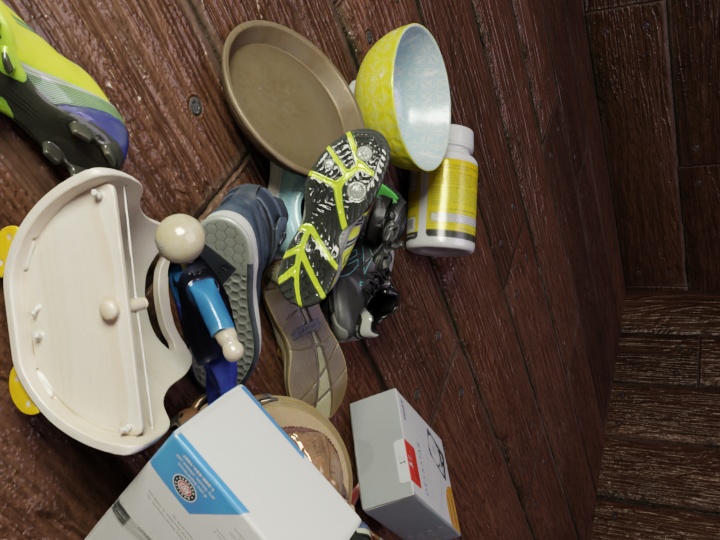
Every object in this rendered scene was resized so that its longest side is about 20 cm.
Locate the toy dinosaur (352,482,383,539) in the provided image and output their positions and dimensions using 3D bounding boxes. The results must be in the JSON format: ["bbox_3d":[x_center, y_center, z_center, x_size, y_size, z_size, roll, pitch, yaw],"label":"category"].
[{"bbox_3d":[-0.056,0.338,0.878,0.181,0.105,0.201,45,17,-40],"label":"toy dinosaur"}]

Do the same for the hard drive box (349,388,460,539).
[{"bbox_3d":[0.065,0.288,1.003,0.200,0.076,0.157,52,23,-48],"label":"hard drive box"}]

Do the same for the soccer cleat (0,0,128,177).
[{"bbox_3d":[-0.252,-0.151,0.524,0.200,0.064,0.084,53,16,-41],"label":"soccer cleat"}]

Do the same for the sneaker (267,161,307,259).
[{"bbox_3d":[-0.061,-0.109,0.828,0.074,0.081,0.202,27,66,-59],"label":"sneaker"}]

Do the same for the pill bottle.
[{"bbox_3d":[0.135,-0.129,1.150,0.114,0.113,0.202,15,77,-60],"label":"pill bottle"}]

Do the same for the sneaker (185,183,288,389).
[{"bbox_3d":[-0.123,0.011,0.719,0.147,0.076,0.204,-80,-179,-63],"label":"sneaker"}]

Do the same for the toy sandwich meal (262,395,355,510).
[{"bbox_3d":[-0.092,0.236,0.759,0.203,0.070,0.207,10,70,-28],"label":"toy sandwich meal"}]

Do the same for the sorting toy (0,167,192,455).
[{"bbox_3d":[-0.193,0.031,0.581,0.180,0.106,0.202,-6,89,-75],"label":"sorting toy"}]

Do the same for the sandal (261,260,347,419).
[{"bbox_3d":[-0.072,0.086,0.833,0.080,0.054,0.202,-21,97,-25],"label":"sandal"}]

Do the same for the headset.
[{"bbox_3d":[0.007,-0.072,0.857,0.201,0.122,0.095,-106,-154,-49],"label":"headset"}]

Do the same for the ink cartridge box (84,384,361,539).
[{"bbox_3d":[-0.118,0.212,0.560,0.145,0.200,0.084,47,33,6],"label":"ink cartridge box"}]

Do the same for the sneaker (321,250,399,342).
[{"bbox_3d":[0.022,0.030,0.972,0.201,0.087,0.076,-61,138,-44],"label":"sneaker"}]

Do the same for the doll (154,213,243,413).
[{"bbox_3d":[-0.129,0.049,0.589,0.048,0.136,0.202,-17,114,-22],"label":"doll"}]

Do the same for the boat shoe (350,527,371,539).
[{"bbox_3d":[-0.022,0.274,0.661,0.202,0.073,0.063,76,-8,-56],"label":"boat shoe"}]

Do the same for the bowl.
[{"bbox_3d":[0.044,-0.236,0.992,0.200,0.107,0.202,4,86,-61],"label":"bowl"}]

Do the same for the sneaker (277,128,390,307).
[{"bbox_3d":[-0.031,-0.059,0.748,0.201,0.075,0.076,-62,179,0],"label":"sneaker"}]

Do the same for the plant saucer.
[{"bbox_3d":[-0.075,-0.187,0.785,0.199,0.029,0.202,25,51,-35],"label":"plant saucer"}]

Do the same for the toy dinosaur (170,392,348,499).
[{"bbox_3d":[-0.077,0.185,0.694,0.199,0.086,0.137,14,53,-37],"label":"toy dinosaur"}]

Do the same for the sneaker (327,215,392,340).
[{"bbox_3d":[0.000,0.000,0.891,0.076,0.078,0.201,91,4,-51],"label":"sneaker"}]
